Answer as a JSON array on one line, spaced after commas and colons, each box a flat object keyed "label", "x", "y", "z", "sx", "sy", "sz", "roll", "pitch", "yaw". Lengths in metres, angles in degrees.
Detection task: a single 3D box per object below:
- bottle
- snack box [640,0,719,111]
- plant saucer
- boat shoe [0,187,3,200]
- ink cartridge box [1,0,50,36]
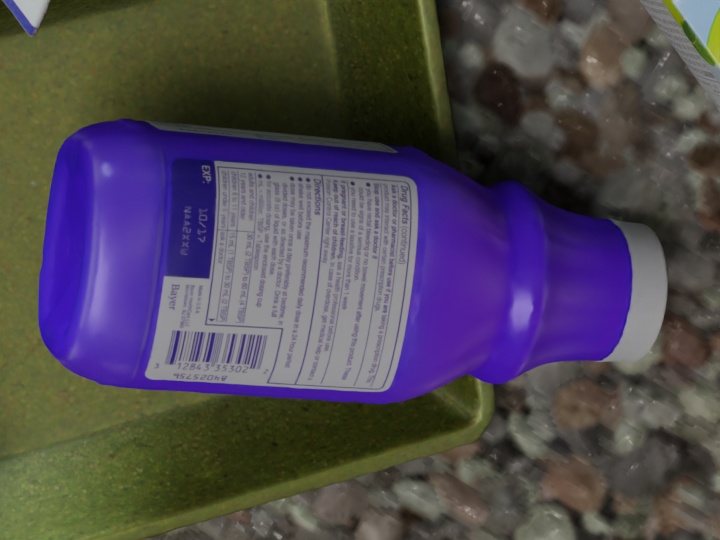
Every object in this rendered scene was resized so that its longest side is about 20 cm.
[{"label": "bottle", "x": 0.000, "y": 0.000, "z": 0.870, "sx": 0.200, "sy": 0.065, "sz": 0.084, "roll": 4, "pitch": 101, "yaw": -21}, {"label": "snack box", "x": 0.166, "y": -0.076, "z": 0.668, "sx": 0.169, "sy": 0.068, "sz": 0.200, "roll": -35, "pitch": 98, "yaw": 4}, {"label": "plant saucer", "x": -0.066, "y": -0.016, "z": 0.905, "sx": 0.200, "sy": 0.048, "sz": 0.200, "roll": -15, "pitch": 113, "yaw": -14}, {"label": "boat shoe", "x": -0.134, "y": -0.032, "z": 0.950, "sx": 0.074, "sy": 0.073, "sz": 0.200, "roll": -18, "pitch": 107, "yaw": 27}, {"label": "ink cartridge box", "x": -0.086, "y": -0.199, "z": 0.690, "sx": 0.198, "sy": 0.047, "sz": 0.200, "roll": 52, "pitch": 136, "yaw": 25}]
